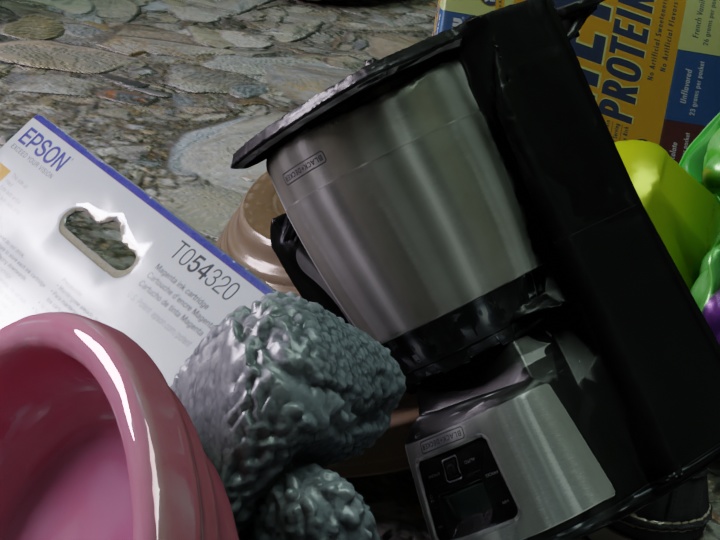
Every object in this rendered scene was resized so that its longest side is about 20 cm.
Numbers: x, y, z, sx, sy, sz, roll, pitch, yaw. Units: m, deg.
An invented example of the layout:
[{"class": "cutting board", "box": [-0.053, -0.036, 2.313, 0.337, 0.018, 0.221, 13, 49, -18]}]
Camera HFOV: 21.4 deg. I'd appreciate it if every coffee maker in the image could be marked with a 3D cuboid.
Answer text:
[{"class": "coffee maker", "box": [0.074, -0.001, 0.779, 0.191, 0.201, 0.135, -26, -1, -19]}]

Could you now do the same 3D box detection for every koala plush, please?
[{"class": "koala plush", "box": [0.019, 0.138, 0.619, 0.199, 0.184, 0.178, 16, 34, -33]}]

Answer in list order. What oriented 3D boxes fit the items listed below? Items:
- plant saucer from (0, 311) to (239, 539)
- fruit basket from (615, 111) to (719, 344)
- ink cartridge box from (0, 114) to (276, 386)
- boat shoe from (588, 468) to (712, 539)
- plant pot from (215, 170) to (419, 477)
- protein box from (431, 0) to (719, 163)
[{"class": "plant saucer", "box": [-0.096, 0.114, 0.565, 0.051, 0.201, 0.200, 18, 15, -34]}, {"class": "fruit basket", "box": [0.177, -0.022, 0.982, 0.214, 0.156, 0.217, 15, 52, -20]}, {"class": "ink cartridge box", "box": [-0.145, 0.050, 0.735, 0.200, 0.043, 0.196, -43, 43, -11]}, {"class": "boat shoe", "box": [0.105, 0.065, 0.911, 0.072, 0.063, 0.200, -2, 25, -25]}, {"class": "plant pot", "box": [0.000, 0.000, 0.902, 0.199, 0.093, 0.201, -11, 31, 7]}, {"class": "protein box", "box": [0.147, -0.142, 1.276, 0.199, 0.136, 0.199, 9, 11, 0]}]
